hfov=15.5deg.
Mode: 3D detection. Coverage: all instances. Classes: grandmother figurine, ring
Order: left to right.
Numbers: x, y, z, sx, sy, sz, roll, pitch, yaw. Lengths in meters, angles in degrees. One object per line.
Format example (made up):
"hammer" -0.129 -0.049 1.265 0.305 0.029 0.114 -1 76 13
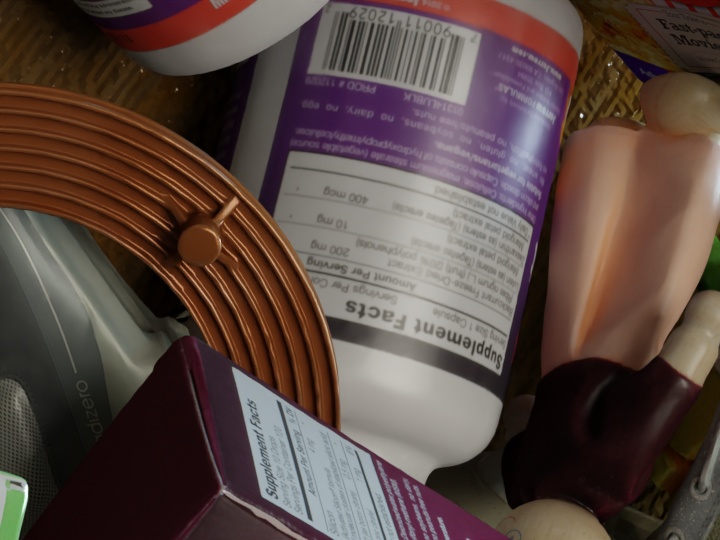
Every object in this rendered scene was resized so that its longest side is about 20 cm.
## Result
"ring" -0.105 0.045 0.759 0.200 0.019 0.201 -1 108 -3
"grandmother figurine" 0.076 0.039 0.859 0.061 0.121 0.200 21 62 -9

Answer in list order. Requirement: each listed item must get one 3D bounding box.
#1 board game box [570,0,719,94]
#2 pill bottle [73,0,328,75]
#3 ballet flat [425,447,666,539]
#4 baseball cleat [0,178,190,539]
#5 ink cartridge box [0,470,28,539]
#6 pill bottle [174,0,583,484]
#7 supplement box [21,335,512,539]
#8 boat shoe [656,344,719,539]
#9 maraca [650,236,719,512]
"board game box" 0.099 -0.115 0.816 0.046 0.151 0.200 -54 129 -9
"pill bottle" -0.085 -0.159 0.795 0.200 0.112 0.112 46 63 -30
"ballet flat" 0.096 0.095 0.925 0.200 0.069 0.070 22 74 -5
"baseball cleat" -0.124 0.003 0.790 0.106 0.070 0.200 -36 90 6
"ink cartridge box" -0.185 0.106 0.655 0.084 0.200 0.146 20 78 -41
"pill bottle" 0.000 0.000 0.866 0.111 0.111 0.200 22 76 -38
"supplement box" 0.000 0.124 0.743 0.200 0.086 0.110 33 105 -23
"boat shoe" 0.128 0.059 0.866 0.074 0.065 0.202 5 99 -66
"maraca" 0.149 0.041 0.987 0.107 0.137 0.200 -30 108 -1
